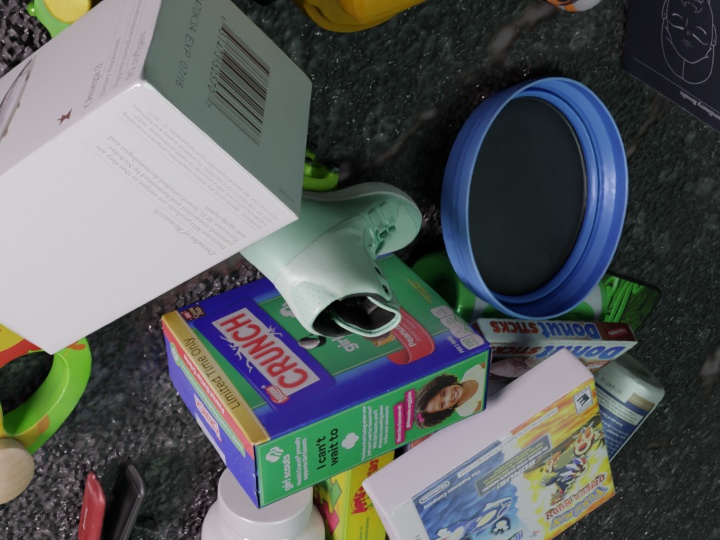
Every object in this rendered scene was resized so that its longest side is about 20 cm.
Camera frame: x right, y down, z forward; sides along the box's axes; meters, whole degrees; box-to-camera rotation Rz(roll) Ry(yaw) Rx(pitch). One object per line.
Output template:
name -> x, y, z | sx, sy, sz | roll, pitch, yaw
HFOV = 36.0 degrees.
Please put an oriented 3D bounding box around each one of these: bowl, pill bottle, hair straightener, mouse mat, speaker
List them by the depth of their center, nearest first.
bowl -> 0.145, -0.060, 0.921 | 0.201, 0.039, 0.201 | -8, 103, -39
hair straightener -> -0.206, 0.245, 0.958 | 0.077, 0.041, 0.200 | -8, 128, -33
speaker -> 0.134, 0.027, 1.007 | 0.200, 0.088, 0.088 | 4, 121, -40
pill bottle -> -0.090, 0.265, 1.012 | 0.111, 0.111, 0.200 | -16, 132, -27
pill bottle -> 0.213, 0.168, 1.155 | 0.111, 0.111, 0.200 | 23, 108, -46
mouse mat -> 0.230, 0.088, 1.190 | 0.161, 0.008, 0.200 | 15, 113, -44

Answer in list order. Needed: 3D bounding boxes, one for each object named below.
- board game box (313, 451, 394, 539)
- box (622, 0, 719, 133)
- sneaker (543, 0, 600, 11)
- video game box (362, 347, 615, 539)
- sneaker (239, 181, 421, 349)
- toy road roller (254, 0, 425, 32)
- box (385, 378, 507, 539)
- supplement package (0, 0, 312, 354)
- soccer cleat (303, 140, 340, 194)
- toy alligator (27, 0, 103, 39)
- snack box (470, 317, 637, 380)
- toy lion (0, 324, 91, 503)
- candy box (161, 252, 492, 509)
board game box -> -0.017, 0.157, 0.985 | 0.048, 0.102, 0.200 | -18, 133, -26
box -> 0.300, -0.227, 0.873 | 0.107, 0.148, 0.200 | -25, 136, -19
sneaker -> 0.175, -0.284, 0.782 | 0.112, 0.078, 0.200 | 15, 114, -45
video game box -> 0.114, 0.182, 0.922 | 0.200, 0.047, 0.182 | -32, 138, -10
sneaker -> 0.000, 0.000, 0.791 | 0.200, 0.118, 0.074 | -5, 143, -54
toy road roller -> -0.007, -0.231, 0.634 | 0.123, 0.146, 0.200 | -28, 137, -16
box -> 0.067, 0.182, 1.033 | 0.106, 0.152, 0.200 | -12, 129, -28
supplement package -> -0.141, -0.059, 0.621 | 0.200, 0.117, 0.117 | -27, 131, 28
soccer cleat -> -0.097, -0.062, 0.768 | 0.200, 0.068, 0.081 | 12, 117, -46
toy alligator -> -0.169, -0.165, 0.642 | 0.054, 0.059, 0.200 | 22, 126, 2
snack box -> 0.155, 0.071, 0.982 | 0.200, 0.024, 0.072 | 4, 144, -39
toy lion -> -0.254, 0.041, 0.744 | 0.192, 0.069, 0.200 | -48, 139, -5
candy box -> -0.029, 0.070, 0.852 | 0.200, 0.169, 0.077 | -22, 131, -22
